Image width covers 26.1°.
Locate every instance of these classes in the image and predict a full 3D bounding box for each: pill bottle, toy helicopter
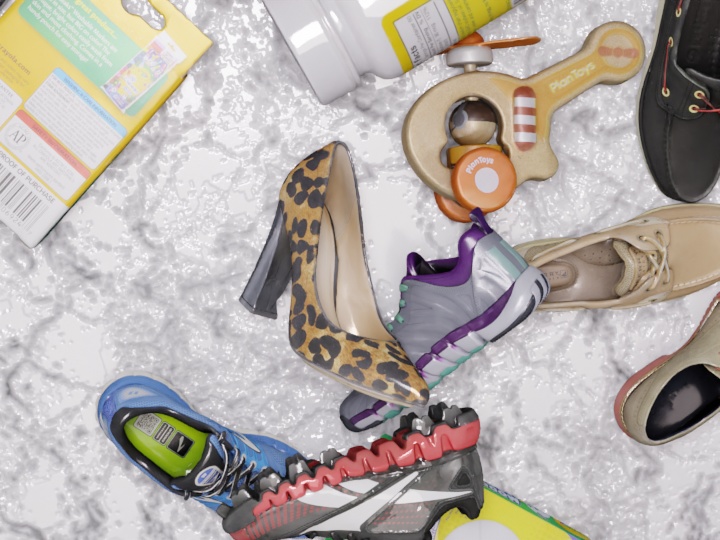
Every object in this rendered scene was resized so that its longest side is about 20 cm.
[{"bbox_3d":[0.035,-0.208,1.097,0.199,0.114,0.115,-30,99,1],"label":"pill bottle"},{"bbox_3d":[0.118,-0.132,1.145,0.199,0.079,0.133,-30,90,-9],"label":"toy helicopter"}]

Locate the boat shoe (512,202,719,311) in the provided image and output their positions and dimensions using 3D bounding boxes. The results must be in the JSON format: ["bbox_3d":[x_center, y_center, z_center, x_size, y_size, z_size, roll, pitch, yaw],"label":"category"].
[{"bbox_3d":[0.203,-0.002,1.161,0.198,0.065,0.072,-14,99,-1],"label":"boat shoe"}]

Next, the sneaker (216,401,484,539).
[{"bbox_3d":[0.001,0.167,1.106,0.199,0.071,0.099,-18,92,-7],"label":"sneaker"}]

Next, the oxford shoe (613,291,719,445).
[{"bbox_3d":[0.282,0.065,1.171,0.200,0.075,0.070,-45,98,3],"label":"oxford shoe"}]

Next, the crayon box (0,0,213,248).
[{"bbox_3d":[-0.216,-0.133,1.125,0.126,0.052,0.200,42,95,-8],"label":"crayon box"}]

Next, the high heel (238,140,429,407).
[{"bbox_3d":[0.000,0.000,1.101,0.071,0.200,0.143,13,106,-49],"label":"high heel"}]

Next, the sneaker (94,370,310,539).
[{"bbox_3d":[-0.108,0.150,1.153,0.199,0.089,0.079,28,96,-13],"label":"sneaker"}]

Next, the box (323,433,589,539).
[{"bbox_3d":[0.076,0.217,1.183,0.199,0.048,0.118,29,89,-11],"label":"box"}]

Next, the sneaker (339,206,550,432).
[{"bbox_3d":[0.044,0.037,1.141,0.200,0.074,0.088,-39,90,27],"label":"sneaker"}]

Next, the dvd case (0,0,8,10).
[{"bbox_3d":[-0.235,-0.257,1.057,0.025,0.150,0.200,40,95,8],"label":"dvd case"}]

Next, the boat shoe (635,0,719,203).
[{"bbox_3d":[0.248,-0.141,1.132,0.073,0.063,0.203,-2,113,-11],"label":"boat shoe"}]
